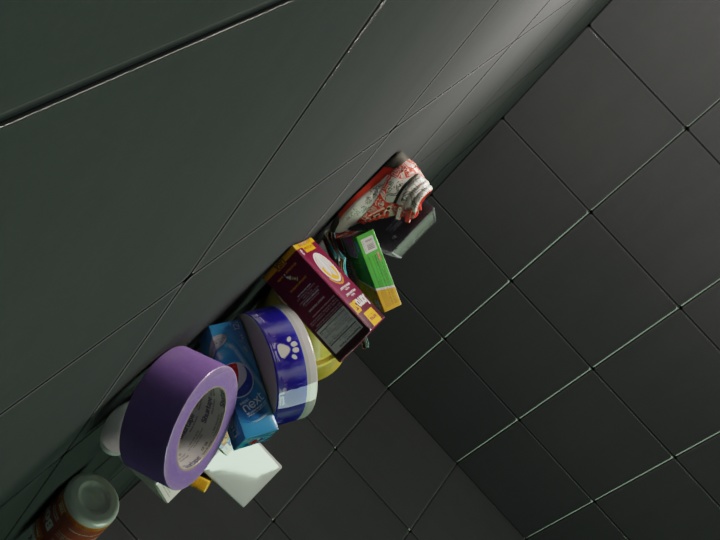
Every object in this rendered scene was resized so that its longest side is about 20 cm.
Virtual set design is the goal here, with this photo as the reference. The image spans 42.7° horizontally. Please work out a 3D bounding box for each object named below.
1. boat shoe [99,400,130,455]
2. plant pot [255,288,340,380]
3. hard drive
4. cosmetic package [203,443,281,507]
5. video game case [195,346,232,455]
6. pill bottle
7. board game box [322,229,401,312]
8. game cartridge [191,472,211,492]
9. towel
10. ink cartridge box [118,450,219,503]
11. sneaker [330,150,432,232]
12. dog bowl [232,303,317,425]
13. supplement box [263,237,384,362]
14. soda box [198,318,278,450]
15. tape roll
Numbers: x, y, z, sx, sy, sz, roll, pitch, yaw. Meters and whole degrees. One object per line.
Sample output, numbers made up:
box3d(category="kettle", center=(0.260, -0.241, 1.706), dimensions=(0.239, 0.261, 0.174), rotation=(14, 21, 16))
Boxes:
box3d(category="boat shoe", center=(-0.348, 0.228, 1.484), dimensions=(0.201, 0.071, 0.068), rotation=(-52, -178, -42))
box3d(category="plant pot", center=(-0.110, 0.087, 1.785), dimensions=(0.201, 0.200, 0.190), rotation=(-42, 162, -30))
box3d(category="hard drive", center=(0.058, -0.097, 1.814), dimensions=(0.135, 0.042, 0.199), rotation=(-45, -145, -9))
box3d(category="cosmetic package", center=(-0.294, 0.350, 1.905), dimensions=(0.123, 0.199, 0.200), rotation=(-45, 140, -13))
box3d(category="video game case", center=(-0.253, 0.223, 1.668), dimensions=(0.018, 0.201, 0.144), rotation=(17, -120, 45))
box3d(category="pill bottle", center=(-0.552, 0.482, 1.749), dimensions=(0.200, 0.112, 0.112), rotation=(-46, 177, 27))
box3d(category="board game box", center=(0.000, 0.000, 1.808), dimensions=(0.040, 0.155, 0.199), rotation=(-24, -172, -19))
box3d(category="game cartridge", center=(-0.392, 0.387, 1.853), dimensions=(0.033, 0.198, 0.176), rotation=(-61, -179, -12))
box3d(category="towel", center=(-0.026, 0.034, 1.779), dimensions=(0.021, 0.203, 0.147), rotation=(-18, -153, -4))
box3d(category="ink cartridge box", center=(-0.346, 0.306, 1.729), dimensions=(0.200, 0.145, 0.083), rotation=(-44, 148, -25))
box3d(category="sneaker", center=(0.042, -0.116, 1.723), dimensions=(0.201, 0.108, 0.067), rotation=(-45, 178, 8))
box3d(category="dog bowl", center=(-0.154, 0.164, 1.587), dimensions=(0.078, 0.203, 0.200), rotation=(-11, 160, -31))
box3d(category="supplement box", center=(-0.062, 0.049, 1.617), dimensions=(0.086, 0.200, 0.110), rotation=(-44, 177, 17))
box3d(category="soda box", center=(-0.206, 0.190, 1.544), dimensions=(0.063, 0.203, 0.068), rotation=(-11, 160, -31))
box3d(category="tape roll", center=(-0.275, 0.225, 1.411), dimensions=(0.201, 0.084, 0.202), rotation=(-55, 157, -38))
